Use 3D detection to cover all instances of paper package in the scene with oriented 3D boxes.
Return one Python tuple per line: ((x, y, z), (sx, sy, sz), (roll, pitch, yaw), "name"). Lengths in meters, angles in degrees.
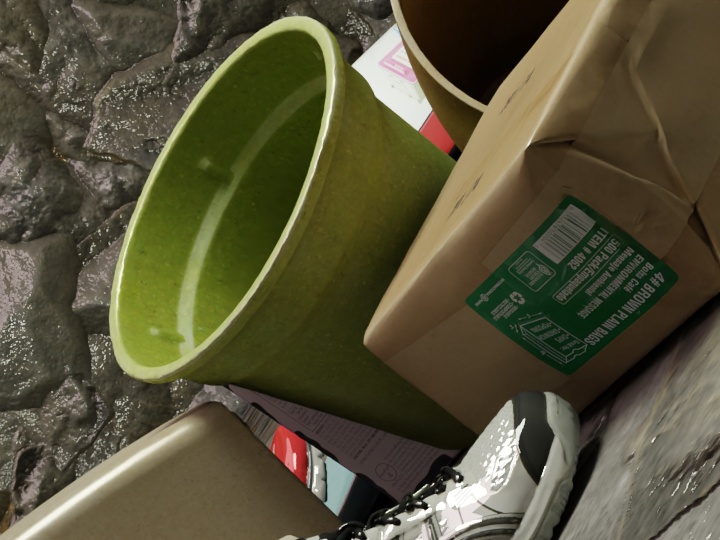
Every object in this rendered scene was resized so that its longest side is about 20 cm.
((0.107, -0.041, 0.994), (0.191, 0.103, 0.200), (-61, 6, -34), "paper package")

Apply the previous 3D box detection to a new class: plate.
((0.005, 0.111, 1.435), (0.200, 0.025, 0.201), (-157, 90, -84), "plate")

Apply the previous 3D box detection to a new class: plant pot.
((0.111, -0.120, 1.251), (0.187, 0.186, 0.200), (-58, -14, -18), "plant pot")
((-0.089, 0.175, 1.135), (0.177, 0.200, 0.200), (-45, 2, -8), "plant pot")
((0.000, 0.000, 1.154), (0.200, 0.184, 0.201), (-43, 32, 35), "plant pot")

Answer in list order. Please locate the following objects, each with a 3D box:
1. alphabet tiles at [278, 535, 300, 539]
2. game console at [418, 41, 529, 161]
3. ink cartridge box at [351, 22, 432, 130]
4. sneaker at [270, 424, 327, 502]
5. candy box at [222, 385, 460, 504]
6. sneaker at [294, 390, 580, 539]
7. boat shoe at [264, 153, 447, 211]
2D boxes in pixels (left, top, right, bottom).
((-0.074, 0.214, 0.948), (0.200, 0.015, 0.196), (-18, -59, -57), "alphabet tiles")
((0.105, -0.098, 1.439), (0.200, 0.031, 0.177), (-56, -27, 8), "game console")
((0.065, -0.105, 1.482), (0.200, 0.085, 0.145), (-44, -33, -12), "ink cartridge box")
((-0.078, 0.181, 1.376), (0.077, 0.085, 0.201), (133, 157, -70), "sneaker")
((-0.013, 0.015, 1.307), (0.072, 0.200, 0.168), (-53, 4, 41), "candy box")
((0.013, 0.124, 0.918), (0.200, 0.088, 0.076), (-56, 2, -7), "sneaker")
((0.022, -0.040, 1.277), (0.074, 0.200, 0.069), (-59, 24, 6), "boat shoe")
